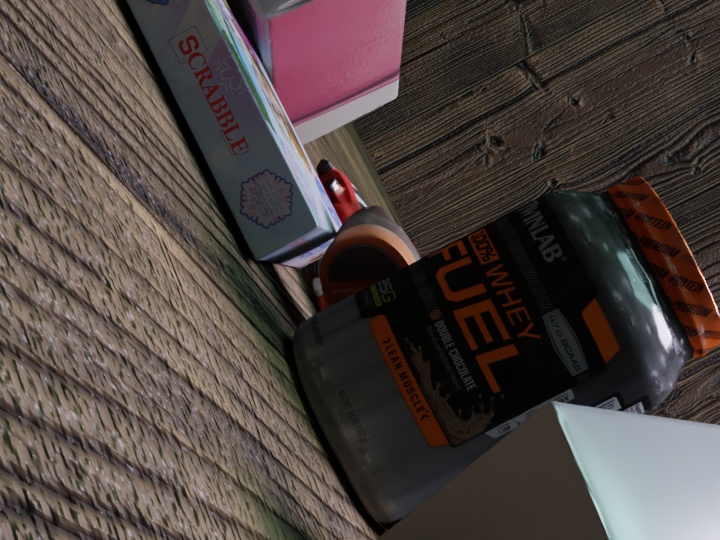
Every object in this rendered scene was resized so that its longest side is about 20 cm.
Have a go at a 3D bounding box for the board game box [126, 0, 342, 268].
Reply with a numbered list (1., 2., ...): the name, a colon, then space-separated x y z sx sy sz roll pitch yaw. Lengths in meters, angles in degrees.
1. board game box: -0.074 -0.100 0.867 0.200 0.041 0.200 63 4 2

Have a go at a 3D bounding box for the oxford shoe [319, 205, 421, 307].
1. oxford shoe: 0.035 0.055 0.873 0.073 0.071 0.201 -71 147 -64

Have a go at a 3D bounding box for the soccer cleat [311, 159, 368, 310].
1. soccer cleat: 0.000 0.000 1.016 0.085 0.068 0.200 55 4 -36

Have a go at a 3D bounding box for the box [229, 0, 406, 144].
1. box: -0.043 -0.192 1.026 0.128 0.108 0.200 61 -11 17

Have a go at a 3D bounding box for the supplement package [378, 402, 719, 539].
1. supplement package: 0.127 0.141 0.622 0.199 0.117 0.118 12 47 -41

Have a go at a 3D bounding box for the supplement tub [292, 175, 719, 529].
1. supplement tub: 0.076 0.039 0.762 0.123 0.199 0.123 62 4 -7
